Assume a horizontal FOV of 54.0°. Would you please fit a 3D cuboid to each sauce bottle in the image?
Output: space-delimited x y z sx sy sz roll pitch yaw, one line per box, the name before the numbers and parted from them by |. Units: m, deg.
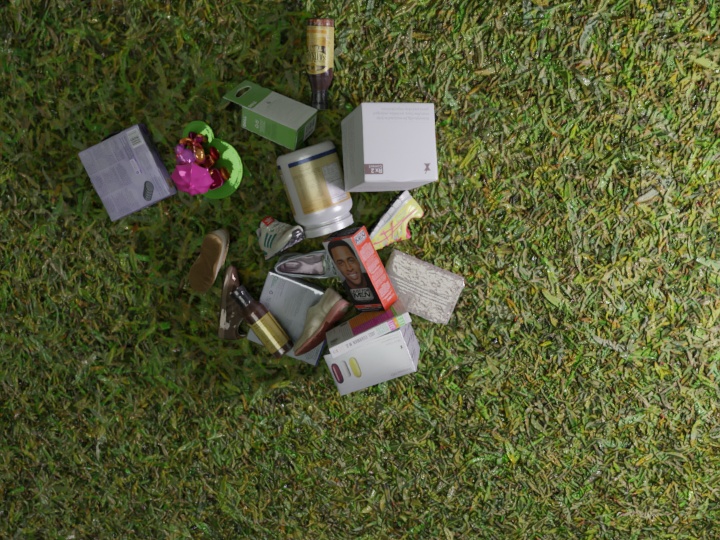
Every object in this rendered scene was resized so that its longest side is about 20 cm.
sauce bottle | -0.248 0.126 1.758 0.065 0.065 0.201 -35 96 15
sauce bottle | -0.092 -0.473 1.622 0.065 0.066 0.202 2 106 8

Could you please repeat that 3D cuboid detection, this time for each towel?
towel | 0.145 0.041 1.733 0.199 0.034 0.133 24 106 4

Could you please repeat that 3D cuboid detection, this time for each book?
book | 0.015 0.134 1.666 0.199 0.134 0.048 -25 101 -1

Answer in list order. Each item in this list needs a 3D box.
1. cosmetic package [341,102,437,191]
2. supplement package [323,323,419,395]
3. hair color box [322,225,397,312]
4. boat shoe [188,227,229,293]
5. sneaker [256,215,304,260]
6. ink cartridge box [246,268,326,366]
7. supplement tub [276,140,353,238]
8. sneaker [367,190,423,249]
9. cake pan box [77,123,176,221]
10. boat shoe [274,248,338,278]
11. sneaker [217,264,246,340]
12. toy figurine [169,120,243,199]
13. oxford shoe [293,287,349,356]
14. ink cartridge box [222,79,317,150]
cosmetic package | 0.058 -0.265 1.545 0.163 0.200 0.167 -3 91 -14
supplement package | 0.031 0.200 1.727 0.199 0.156 0.112 -21 101 13
hair color box | 0.000 0.000 1.673 0.101 0.061 0.201 -8 115 44
boat shoe | -0.373 -0.025 1.780 0.074 0.069 0.200 35 128 3
sneaker | -0.203 -0.088 1.690 0.070 0.200 0.094 -30 93 -27
ink cartridge box | -0.169 0.120 1.798 0.199 0.041 0.201 22 107 2
supplement tub | -0.103 -0.189 1.655 0.143 0.144 0.201 -15 102 12
sneaker | 0.073 -0.092 1.689 0.090 0.078 0.200 37 109 -9
cake pan box | -0.584 -0.247 1.767 0.183 0.052 0.201 -23 100 12
boat shoe | -0.110 -0.014 1.741 0.200 0.065 0.075 0 105 6
sneaker | -0.321 0.083 1.811 0.075 0.071 0.202 6 109 -12
toy figurine | -0.385 -0.254 1.663 0.149 0.184 0.201 -23 99 14
oxford shoe | -0.108 0.129 1.747 0.074 0.071 0.200 47 108 19
ink cartridge box | -0.210 -0.362 1.636 0.199 0.104 0.060 25 136 11
